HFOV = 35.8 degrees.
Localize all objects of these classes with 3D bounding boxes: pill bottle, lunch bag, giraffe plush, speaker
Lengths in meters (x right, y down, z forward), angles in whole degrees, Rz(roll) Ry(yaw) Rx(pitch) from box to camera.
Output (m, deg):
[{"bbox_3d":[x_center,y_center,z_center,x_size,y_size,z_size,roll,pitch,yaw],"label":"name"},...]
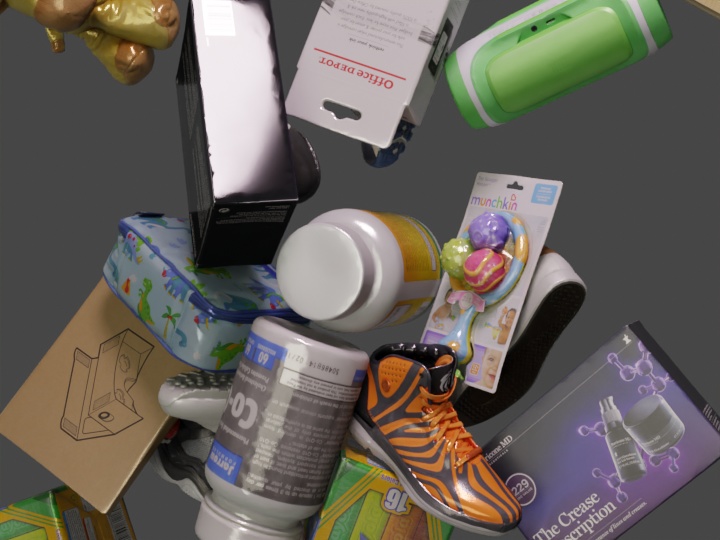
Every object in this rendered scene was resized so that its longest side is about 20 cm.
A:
[{"bbox_3d":[0.000,0.000,1.042,0.111,0.200,0.114,1,92,21],"label":"pill bottle"},{"bbox_3d":[-0.148,0.018,1.107,0.200,0.160,0.083,39,113,38],"label":"lunch bag"},{"bbox_3d":[-0.074,0.153,1.002,0.113,0.114,0.202,19,92,20],"label":"pill bottle"},{"bbox_3d":[-0.304,-0.300,1.176,0.198,0.162,0.175,17,97,20],"label":"giraffe plush"},{"bbox_3d":[0.180,-0.205,1.028,0.198,0.088,0.089,-23,83,20],"label":"speaker"}]

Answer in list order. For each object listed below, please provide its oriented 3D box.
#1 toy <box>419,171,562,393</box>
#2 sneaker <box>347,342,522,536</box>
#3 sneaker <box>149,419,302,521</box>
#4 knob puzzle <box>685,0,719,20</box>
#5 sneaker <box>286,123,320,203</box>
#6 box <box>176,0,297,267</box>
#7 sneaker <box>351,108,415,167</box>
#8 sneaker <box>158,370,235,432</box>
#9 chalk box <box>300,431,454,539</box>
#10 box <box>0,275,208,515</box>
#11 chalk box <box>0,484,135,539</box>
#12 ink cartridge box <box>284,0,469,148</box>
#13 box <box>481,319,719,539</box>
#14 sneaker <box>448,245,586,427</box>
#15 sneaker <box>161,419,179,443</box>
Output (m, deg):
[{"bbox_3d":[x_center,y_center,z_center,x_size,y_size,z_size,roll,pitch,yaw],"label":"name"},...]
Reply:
[{"bbox_3d":[0.106,0.002,1.038,0.115,0.047,0.202,14,86,51],"label":"toy"},{"bbox_3d":[0.071,0.139,0.984,0.199,0.077,0.113,35,119,24],"label":"sneaker"},{"bbox_3d":[-0.128,0.190,1.163,0.198,0.075,0.115,24,102,22],"label":"sneaker"},{"bbox_3d":[0.329,-0.317,0.978,0.217,0.030,0.223,0,81,0],"label":"knob puzzle"},{"bbox_3d":[-0.121,-0.150,1.149,0.074,0.088,0.201,-42,78,16],"label":"sneaker"},{"bbox_3d":[-0.116,-0.123,1.006,0.078,0.141,0.202,-2,69,-18],"label":"box"},{"bbox_3d":[0.004,-0.199,1.112,0.084,0.077,0.203,-6,80,27],"label":"sneaker"},{"bbox_3d":[-0.110,0.143,1.096,0.076,0.198,0.081,23,102,49],"label":"sneaker"},{"bbox_3d":[0.003,0.270,1.069,0.123,0.124,0.202,19,98,-5],"label":"chalk box"},{"bbox_3d":[-0.252,0.117,1.121,0.163,0.021,0.201,30,77,24],"label":"box"},{"bbox_3d":[-0.363,0.316,1.226,0.198,0.124,0.126,-23,83,20],"label":"chalk box"},{"bbox_3d":[0.020,-0.213,1.027,0.115,0.067,0.202,21,87,16],"label":"ink cartridge box"},{"bbox_3d":[0.220,0.164,1.026,0.200,0.079,0.142,-44,74,17],"label":"box"},{"bbox_3d":[0.137,0.062,1.073,0.201,0.072,0.085,-54,38,23],"label":"sneaker"},{"bbox_3d":[-0.219,0.081,1.170,0.084,0.077,0.202,-31,60,22],"label":"sneaker"}]
